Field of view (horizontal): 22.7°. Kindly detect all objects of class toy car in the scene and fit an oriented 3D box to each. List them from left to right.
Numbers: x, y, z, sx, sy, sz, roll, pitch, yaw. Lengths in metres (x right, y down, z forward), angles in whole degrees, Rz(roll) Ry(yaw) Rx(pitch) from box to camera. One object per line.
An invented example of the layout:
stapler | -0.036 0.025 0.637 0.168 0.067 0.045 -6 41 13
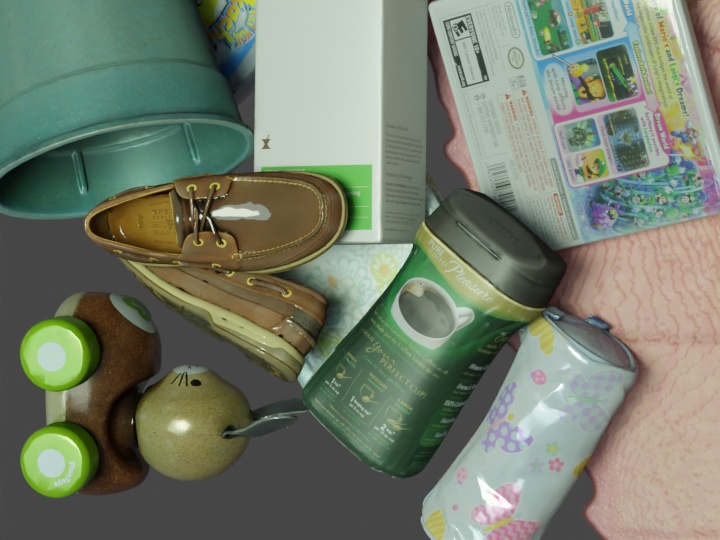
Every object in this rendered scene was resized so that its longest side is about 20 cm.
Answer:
toy car | -0.138 0.098 1.375 0.200 0.164 0.158 2 96 11

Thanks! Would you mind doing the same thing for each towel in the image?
towel | 0.000 0.000 1.369 0.171 0.048 0.200 -34 83 17

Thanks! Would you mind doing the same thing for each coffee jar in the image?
coffee jar | 0.054 0.043 1.283 0.104 0.085 0.200 42 106 22

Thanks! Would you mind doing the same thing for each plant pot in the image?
plant pot | -0.194 -0.162 1.318 0.200 0.200 0.196 -19 76 21

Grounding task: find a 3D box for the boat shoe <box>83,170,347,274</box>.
boat shoe | -0.105 -0.032 1.259 0.200 0.068 0.072 -3 88 29

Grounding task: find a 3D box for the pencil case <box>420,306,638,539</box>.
pencil case | 0.122 0.126 1.313 0.091 0.083 0.200 27 105 0

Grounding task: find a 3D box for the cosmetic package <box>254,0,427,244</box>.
cosmetic package | -0.014 -0.118 1.299 0.108 0.085 0.200 -1 90 26

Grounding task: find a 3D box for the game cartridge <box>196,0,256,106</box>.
game cartridge | -0.116 -0.210 1.398 0.133 0.040 0.200 35 106 10

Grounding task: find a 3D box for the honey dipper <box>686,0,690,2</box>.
honey dipper | 0.203 -0.186 1.280 0.200 0.038 0.038 -21 88 23

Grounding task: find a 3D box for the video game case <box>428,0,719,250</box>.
video game case | 0.159 -0.120 1.289 0.182 0.024 0.200 -13 98 25

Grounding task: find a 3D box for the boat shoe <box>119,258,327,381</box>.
boat shoe | -0.103 0.012 1.342 0.200 0.072 0.068 28 79 37
